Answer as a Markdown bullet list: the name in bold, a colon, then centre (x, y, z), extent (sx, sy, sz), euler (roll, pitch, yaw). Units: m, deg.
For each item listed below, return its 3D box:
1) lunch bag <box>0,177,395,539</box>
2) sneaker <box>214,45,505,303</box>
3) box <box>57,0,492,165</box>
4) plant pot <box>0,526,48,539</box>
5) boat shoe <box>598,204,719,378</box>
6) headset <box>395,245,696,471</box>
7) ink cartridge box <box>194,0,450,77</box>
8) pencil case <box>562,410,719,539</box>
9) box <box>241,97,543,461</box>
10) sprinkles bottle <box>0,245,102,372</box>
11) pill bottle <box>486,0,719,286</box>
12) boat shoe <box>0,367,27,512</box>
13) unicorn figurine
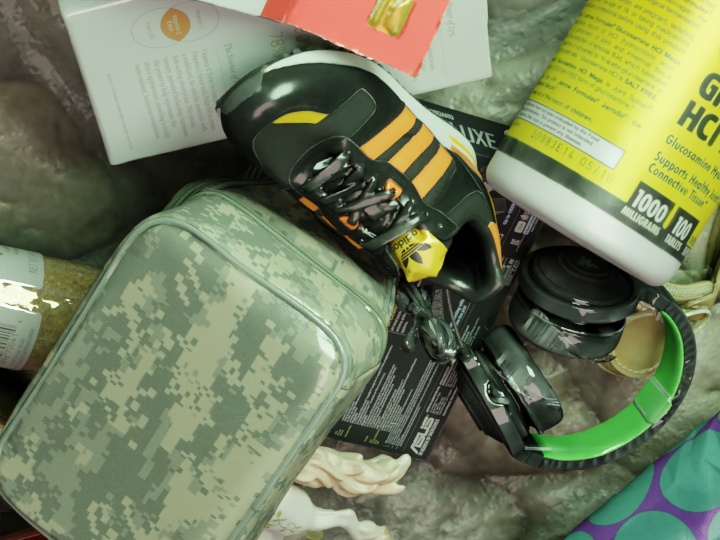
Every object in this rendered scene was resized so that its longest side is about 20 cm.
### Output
- **lunch bag**: centre (-0.074, 0.055, 1.263), extent (0.139, 0.168, 0.200), euler (36, 112, 8)
- **sneaker**: centre (0.011, -0.041, 1.210), extent (0.070, 0.090, 0.200), euler (-36, 148, 20)
- **box**: centre (-0.045, -0.145, 1.214), extent (0.200, 0.098, 0.124), euler (-13, 147, -2)
- **plant pot**: centre (-0.146, 0.263, 1.324), extent (0.200, 0.201, 0.196), euler (-14, 112, -1)
- **boat shoe**: centre (0.177, -0.017, 1.377), extent (0.073, 0.063, 0.201), euler (12, 119, -17)
- **headset**: centre (0.100, 0.048, 1.331), extent (0.200, 0.094, 0.124), euler (25, 110, -32)
- **ink cartridge box**: centre (-0.031, -0.188, 1.099), extent (0.200, 0.050, 0.161), euler (22, 104, -10)
- **pencil case**: centre (0.173, 0.169, 1.482), extent (0.200, 0.085, 0.092), euler (-40, 164, 16)
- **box**: centre (0.000, 0.000, 1.365), extent (0.157, 0.050, 0.200), euler (14, 119, -18)
- **sprinkles bottle**: centre (-0.225, 0.012, 1.323), extent (0.200, 0.068, 0.068), euler (13, 119, -18)
- **pill bottle**: centre (0.160, -0.102, 1.269), extent (0.112, 0.112, 0.200), euler (30, 92, -25)
- **boat shoe**: centre (-0.194, 0.105, 1.384), extent (0.200, 0.073, 0.065), euler (36, 105, -28)
- **unicorn figurine**: centre (-0.063, 0.157, 1.421), extent (0.137, 0.074, 0.200), euler (5, 128, -33)
